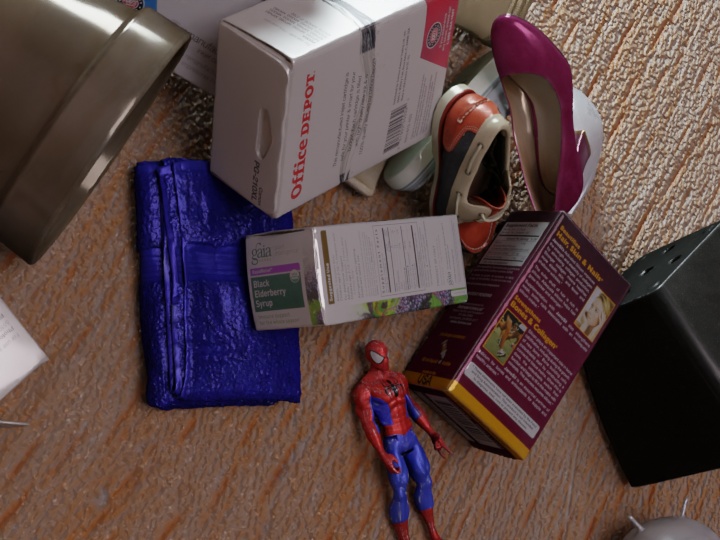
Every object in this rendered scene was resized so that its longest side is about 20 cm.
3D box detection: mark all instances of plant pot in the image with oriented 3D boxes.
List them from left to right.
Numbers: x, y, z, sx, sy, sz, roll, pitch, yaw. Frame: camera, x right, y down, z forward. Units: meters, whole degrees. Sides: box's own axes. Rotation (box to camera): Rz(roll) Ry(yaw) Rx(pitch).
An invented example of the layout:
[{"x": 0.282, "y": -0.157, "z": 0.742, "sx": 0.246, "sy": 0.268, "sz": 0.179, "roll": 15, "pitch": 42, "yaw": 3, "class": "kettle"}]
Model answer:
[{"x": -0.245, "y": -0.134, "z": 0.949, "sx": 0.173, "sy": 0.200, "sz": 0.201, "roll": 34, "pitch": 64, "yaw": -8, "class": "plant pot"}, {"x": 0.332, "y": 0.073, "z": 1.329, "sx": 0.200, "sy": 0.199, "sz": 0.178, "roll": -40, "pitch": 95, "yaw": -33, "class": "plant pot"}]

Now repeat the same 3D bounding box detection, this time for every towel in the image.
[{"x": -0.111, "y": 0.011, "z": 1.093, "sx": 0.146, "sy": 0.049, "sz": 0.203, "roll": 1, "pitch": 83, "yaw": -35, "class": "towel"}]

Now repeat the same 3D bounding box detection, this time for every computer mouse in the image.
[{"x": 0.203, "y": -0.099, "z": 1.340, "sx": 0.109, "sy": 0.044, "sz": 0.202, "roll": 28, "pitch": 68, "yaw": -29, "class": "computer mouse"}]

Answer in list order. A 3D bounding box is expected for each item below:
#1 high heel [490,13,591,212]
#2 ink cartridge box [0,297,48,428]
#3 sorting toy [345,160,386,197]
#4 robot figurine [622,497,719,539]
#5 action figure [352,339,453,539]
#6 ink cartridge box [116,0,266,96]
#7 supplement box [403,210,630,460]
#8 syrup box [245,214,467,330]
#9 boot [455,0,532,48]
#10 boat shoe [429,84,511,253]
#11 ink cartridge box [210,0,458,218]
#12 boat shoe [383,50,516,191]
[{"x": 0.157, "y": -0.136, "z": 1.233, "sx": 0.097, "sy": 0.067, "sz": 0.201, "roll": -62, "pitch": 141, "yaw": -31, "class": "high heel"}, {"x": -0.317, "y": 0.046, "z": 0.890, "sx": 0.125, "sy": 0.128, "sz": 0.201, "roll": -45, "pitch": 108, "yaw": -31, "class": "ink cartridge box"}, {"x": -0.020, "y": -0.195, "z": 1.196, "sx": 0.184, "sy": 0.036, "sz": 0.202, "roll": 34, "pitch": 65, "yaw": -27, "class": "sorting toy"}, {"x": 0.313, "y": 0.330, "z": 1.315, "sx": 0.168, "sy": 0.112, "sz": 0.203, "roll": -13, "pitch": 91, "yaw": -34, "class": "robot figurine"}, {"x": 0.039, "y": 0.159, "z": 1.184, "sx": 0.065, "sy": 0.051, "sz": 0.202, "roll": -19, "pitch": 92, "yaw": -32, "class": "action figure"}, {"x": -0.118, "y": -0.261, "z": 1.044, "sx": 0.145, "sy": 0.086, "sz": 0.201, "roll": 27, "pitch": 109, "yaw": -29, "class": "ink cartridge box"}, {"x": 0.144, "y": 0.056, "z": 1.229, "sx": 0.110, "sy": 0.085, "sz": 0.201, "roll": 42, "pitch": 72, "yaw": -24, "class": "supplement box"}, {"x": 0.000, "y": 0.000, "z": 1.128, "sx": 0.199, "sy": 0.078, "sz": 0.083, "roll": -9, "pitch": 91, "yaw": -51, "class": "syrup box"}, {"x": 0.107, "y": -0.320, "z": 1.262, "sx": 0.154, "sy": 0.072, "sz": 0.203, "roll": 11, "pitch": 85, "yaw": -47, "class": "boot"}, {"x": 0.104, "y": -0.077, "z": 1.192, "sx": 0.071, "sy": 0.062, "sz": 0.201, "roll": -39, "pitch": 148, "yaw": -22, "class": "boat shoe"}, {"x": -0.021, "y": -0.152, "z": 1.072, "sx": 0.199, "sy": 0.084, "sz": 0.146, "roll": -31, "pitch": 143, "yaw": -39, "class": "ink cartridge box"}, {"x": 0.098, "y": -0.129, "z": 1.252, "sx": 0.072, "sy": 0.070, "sz": 0.201, "roll": 50, "pitch": 56, "yaw": -15, "class": "boat shoe"}]
